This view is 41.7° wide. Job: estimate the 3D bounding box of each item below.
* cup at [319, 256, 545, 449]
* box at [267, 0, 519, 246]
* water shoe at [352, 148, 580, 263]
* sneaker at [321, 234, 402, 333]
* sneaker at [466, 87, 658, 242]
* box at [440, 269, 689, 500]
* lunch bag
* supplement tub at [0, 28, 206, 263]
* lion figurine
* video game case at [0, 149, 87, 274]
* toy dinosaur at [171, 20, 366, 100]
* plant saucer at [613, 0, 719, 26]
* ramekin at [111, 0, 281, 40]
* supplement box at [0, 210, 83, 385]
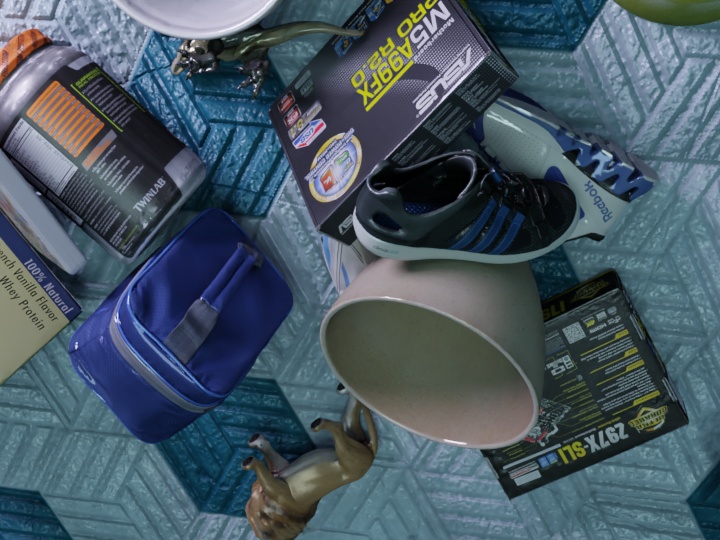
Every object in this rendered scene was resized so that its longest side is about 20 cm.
[{"bbox_3d":[0.081,0.039,0.833,0.197,0.145,0.202,18,144,14],"label":"cup"},{"bbox_3d":[0.018,-0.146,0.789,0.200,0.162,0.044,-43,137,22],"label":"box"},{"bbox_3d":[0.093,-0.052,0.740,0.196,0.073,0.080,-8,147,-18],"label":"water shoe"},{"bbox_3d":[0.000,0.000,0.904,0.072,0.071,0.204,22,131,44],"label":"sneaker"},{"bbox_3d":[0.151,-0.080,0.834,0.197,0.081,0.117,27,111,-4],"label":"sneaker"},{"bbox_3d":[0.194,0.115,0.922,0.198,0.050,0.161,-28,107,17],"label":"box"},{"bbox_3d":[-0.151,0.042,0.870,0.131,0.201,0.136,-32,107,37],"label":"lunch bag"},{"bbox_3d":[-0.248,-0.114,0.858,0.200,0.123,0.123,42,111,-8],"label":"supplement tub"},{"bbox_3d":[-0.045,0.208,0.984,0.197,0.073,0.124,-28,112,13],"label":"lion figurine"},{"bbox_3d":[-0.333,-0.092,0.844,0.023,0.181,0.202,-41,117,-17],"label":"video game case"},{"bbox_3d":[-0.100,-0.185,0.803,0.196,0.089,0.048,2,127,27],"label":"toy dinosaur"},{"bbox_3d":[0.271,-0.298,0.757,0.195,0.031,0.204,3,112,7],"label":"plant saucer"},{"bbox_3d":[-0.128,-0.299,0.777,0.195,0.105,0.204,3,111,8],"label":"ramekin"},{"bbox_3d":[-0.414,0.039,0.883,0.133,0.200,0.201,-26,108,42],"label":"supplement box"}]
